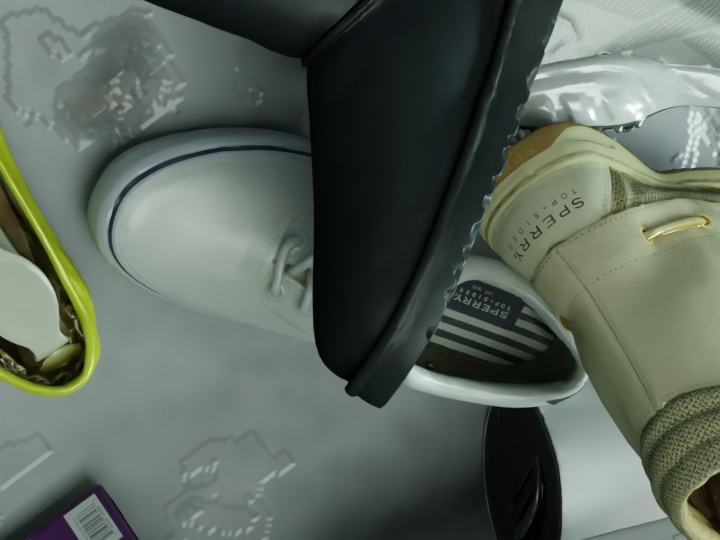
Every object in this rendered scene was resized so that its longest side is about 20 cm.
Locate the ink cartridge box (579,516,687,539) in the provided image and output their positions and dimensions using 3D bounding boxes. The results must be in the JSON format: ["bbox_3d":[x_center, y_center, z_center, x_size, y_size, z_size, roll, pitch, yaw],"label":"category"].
[{"bbox_3d":[0.104,0.175,0.981,0.199,0.163,0.057,-14,152,2],"label":"ink cartridge box"}]

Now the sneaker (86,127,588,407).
[{"bbox_3d":[0.000,0.000,0.996,0.199,0.071,0.073,13,107,-25],"label":"sneaker"}]

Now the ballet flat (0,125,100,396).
[{"bbox_3d":[-0.146,-0.034,0.928,0.067,0.067,0.200,-34,120,-4],"label":"ballet flat"}]

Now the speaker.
[{"bbox_3d":[0.151,0.074,1.081,0.199,0.081,0.082,-6,114,-18],"label":"speaker"}]

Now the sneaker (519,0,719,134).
[{"bbox_3d":[0.127,-0.098,1.004,0.199,0.074,0.080,-6,109,-18],"label":"sneaker"}]

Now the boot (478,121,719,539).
[{"bbox_3d":[0.135,0.033,0.988,0.073,0.156,0.200,-43,148,19],"label":"boot"}]

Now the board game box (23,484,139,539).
[{"bbox_3d":[-0.088,0.190,0.984,0.120,0.200,0.032,-33,156,-7],"label":"board game box"}]

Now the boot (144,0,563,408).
[{"bbox_3d":[-0.028,-0.074,0.907,0.167,0.076,0.201,21,80,-4],"label":"boot"}]
